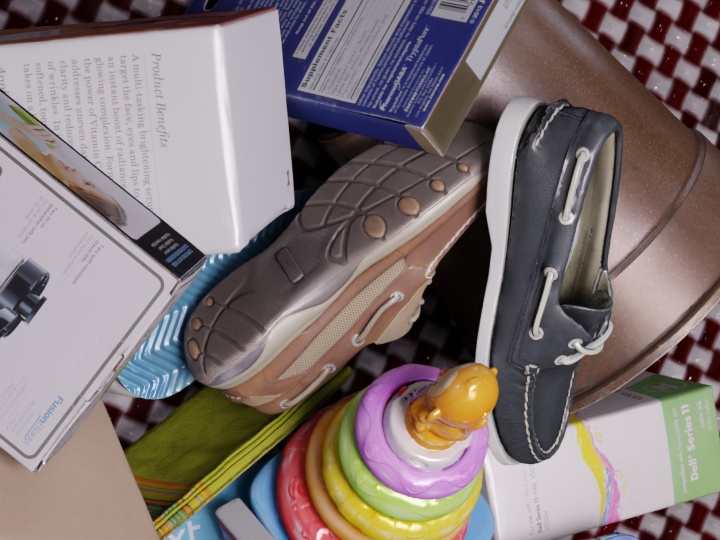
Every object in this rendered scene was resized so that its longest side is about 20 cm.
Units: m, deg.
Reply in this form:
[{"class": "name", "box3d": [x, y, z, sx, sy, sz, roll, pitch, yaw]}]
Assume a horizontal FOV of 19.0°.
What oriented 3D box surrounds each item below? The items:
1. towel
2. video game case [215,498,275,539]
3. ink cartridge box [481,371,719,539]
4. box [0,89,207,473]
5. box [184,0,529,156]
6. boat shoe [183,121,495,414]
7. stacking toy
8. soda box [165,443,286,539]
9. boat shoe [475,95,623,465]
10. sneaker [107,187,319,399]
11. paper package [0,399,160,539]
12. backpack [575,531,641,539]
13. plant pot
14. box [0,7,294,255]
[{"class": "towel", "box3d": [-0.094, 0.096, 1.150, 0.200, 0.086, 0.018, -38, 122, -41]}, {"class": "video game case", "box3d": [-0.017, 0.233, 1.158, 0.017, 0.143, 0.201, -27, 127, -17]}, {"class": "ink cartridge box", "box3d": [0.099, 0.112, 1.266, 0.199, 0.117, 0.068, -13, 99, -25]}, {"class": "box", "box3d": [-0.183, -0.019, 0.968, 0.200, 0.060, 0.117, 38, 103, 0]}, {"class": "box", "box3d": [-0.007, -0.136, 1.148, 0.032, 0.199, 0.122, 45, 69, -47]}, {"class": "boat shoe", "box3d": [0.000, 0.000, 1.123, 0.200, 0.076, 0.072, -37, 129, 9]}, {"class": "stacking toy", "box3d": [0.026, 0.091, 1.089, 0.116, 0.200, 0.110, -32, 77, -26]}, {"class": "soda box", "box3d": [-0.128, 0.149, 1.189, 0.199, 0.064, 0.068, -13, 102, -25]}, {"class": "boat shoe", "box3d": [0.099, 0.013, 1.096, 0.076, 0.060, 0.201, -39, 133, -51]}, {"class": "sneaker", "box3d": [-0.076, 0.007, 1.193, 0.199, 0.081, 0.077, -25, 105, -34]}, {"class": "paper package", "box3d": [-0.211, 0.101, 1.000, 0.199, 0.191, 0.104, 15, 120, -37]}, {"class": "backpack", "box3d": [0.076, 0.233, 1.237, 0.181, 0.200, 0.135, -14, 86, -21]}, {"class": "plant pot", "box3d": [0.093, -0.053, 1.212, 0.200, 0.200, 0.198, -47, 106, -14]}, {"class": "box", "box3d": [-0.144, -0.066, 1.063, 0.198, 0.152, 0.107, -4, 99, 8]}]
